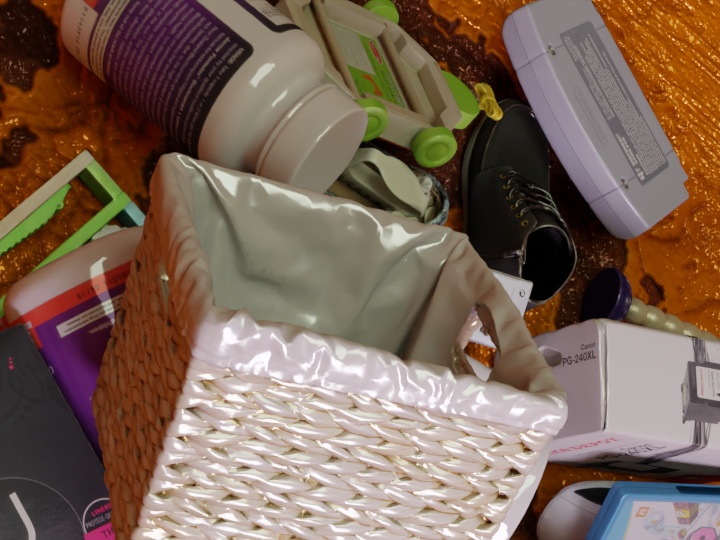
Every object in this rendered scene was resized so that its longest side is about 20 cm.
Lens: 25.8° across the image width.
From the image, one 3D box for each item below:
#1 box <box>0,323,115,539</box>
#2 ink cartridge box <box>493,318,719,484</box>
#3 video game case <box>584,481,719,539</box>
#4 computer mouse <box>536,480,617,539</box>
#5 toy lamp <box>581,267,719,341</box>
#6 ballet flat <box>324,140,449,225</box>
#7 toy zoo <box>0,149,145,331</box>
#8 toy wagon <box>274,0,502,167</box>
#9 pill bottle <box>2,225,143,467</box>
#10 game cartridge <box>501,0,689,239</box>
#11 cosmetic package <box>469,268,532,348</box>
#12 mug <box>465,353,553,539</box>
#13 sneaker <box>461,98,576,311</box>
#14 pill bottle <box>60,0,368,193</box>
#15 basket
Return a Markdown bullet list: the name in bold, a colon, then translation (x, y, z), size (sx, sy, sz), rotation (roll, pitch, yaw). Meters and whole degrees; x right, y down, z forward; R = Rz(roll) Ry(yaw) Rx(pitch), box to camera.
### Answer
- **box**: translation (-0.210, 0.154, 0.912), size (0.122, 0.106, 0.201), rotation (-24, 72, -32)
- **ink cartridge box**: translation (0.215, 0.101, 1.165), size (0.198, 0.145, 0.084), rotation (11, 73, -26)
- **video game case**: translation (0.241, 0.219, 1.161), size (0.198, 0.144, 0.018), rotation (6, 30, -28)
- **computer mouse**: translation (0.225, 0.201, 1.179), size (0.198, 0.110, 0.044), rotation (5, 34, -22)
- **toy lamp**: translation (0.273, 0.058, 1.263), size (0.198, 0.058, 0.059), rotation (21, 66, -22)
- **ballet flat**: translation (-0.017, -0.085, 1.138), size (0.199, 0.074, 0.075), rotation (29, 63, -18)
- **toy zoo**: translation (-0.164, 0.035, 1.048), size (0.200, 0.020, 0.131), rotation (50, 59, -7)
- **toy wagon**: translation (0.023, -0.141, 1.159), size (0.199, 0.040, 0.156), rotation (18, 39, -39)
- **pill bottle**: translation (-0.133, 0.081, 0.973), size (0.112, 0.112, 0.201), rotation (-25, 88, -32)
- **game cartridge**: translation (0.188, -0.127, 1.257), size (0.201, 0.040, 0.133), rotation (61, 32, 0)
- **cosmetic package**: translation (0.000, 0.000, 1.044), size (0.150, 0.200, 0.052), rotation (19, 88, -23)
- **mug**: translation (0.028, 0.100, 1.032), size (0.174, 0.200, 0.149), rotation (31, 58, -10)
- **sneaker**: translation (0.128, -0.049, 1.184), size (0.074, 0.106, 0.202), rotation (19, 67, -23)
- **pill bottle**: translation (-0.094, -0.133, 1.045), size (0.200, 0.112, 0.111), rotation (40, 57, 15)
- **basket**: translation (-0.031, 0.064, 0.828), size (0.198, 0.199, 0.162), rotation (16, 112, -21)
